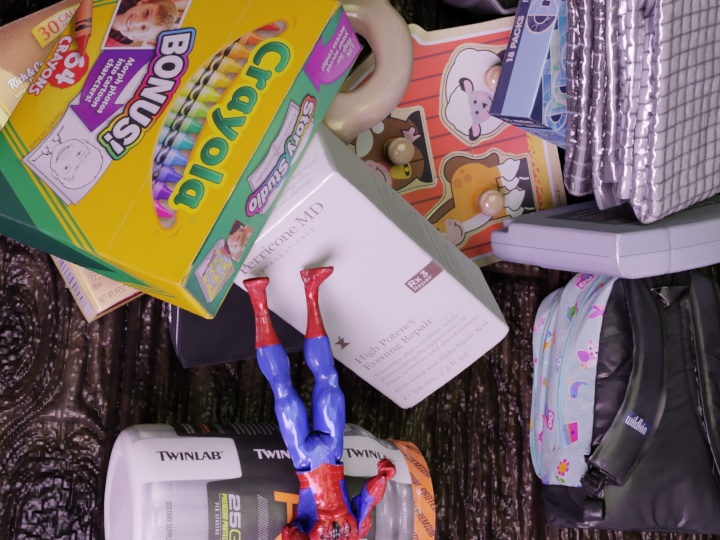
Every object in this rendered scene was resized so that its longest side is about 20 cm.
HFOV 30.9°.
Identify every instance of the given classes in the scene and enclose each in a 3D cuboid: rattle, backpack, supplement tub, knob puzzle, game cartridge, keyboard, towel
[{"bbox_3d":[-0.011,-0.150,0.924,0.130,0.143,0.200,13,56,20],"label":"rattle"},{"bbox_3d":[0.198,0.091,0.962,0.166,0.126,0.201,9,77,-33],"label":"backpack"},{"bbox_3d":[-0.060,0.160,0.851,0.199,0.123,0.123,1,79,-20],"label":"supplement tub"},{"bbox_3d":[0.054,-0.082,0.960,0.219,0.030,0.221,-3,101,-15],"label":"knob puzzle"},{"bbox_3d":[0.209,-0.029,0.958,0.200,0.133,0.041,-12,101,-42],"label":"game cartridge"},{"bbox_3d":[-0.041,-0.004,0.910,0.199,0.021,0.128,-7,113,-32],"label":"keyboard"},{"bbox_3d":[0.219,-0.147,0.928,0.165,0.085,0.201,-22,118,-43],"label":"towel"}]

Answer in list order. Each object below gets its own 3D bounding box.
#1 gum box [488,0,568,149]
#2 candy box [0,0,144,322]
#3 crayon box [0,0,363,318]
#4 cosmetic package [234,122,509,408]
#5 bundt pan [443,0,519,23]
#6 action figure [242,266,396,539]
[{"bbox_3d":[0.197,-0.168,0.988,0.200,0.044,0.171,18,87,-41],"label":"gum box"},{"bbox_3d":[-0.180,-0.080,0.890,0.115,0.055,0.200,-29,91,-23],"label":"candy box"},{"bbox_3d":[-0.121,-0.092,0.800,0.172,0.058,0.200,19,73,27],"label":"crayon box"},{"bbox_3d":[0.000,0.000,0.863,0.102,0.074,0.200,-40,131,15],"label":"cosmetic package"},{"bbox_3d":[0.119,-0.279,1.032,0.201,0.076,0.203,4,77,-20],"label":"bundt pan"},{"bbox_3d":[-0.020,0.100,0.756,0.065,0.099,0.201,-10,93,-20],"label":"action figure"}]
